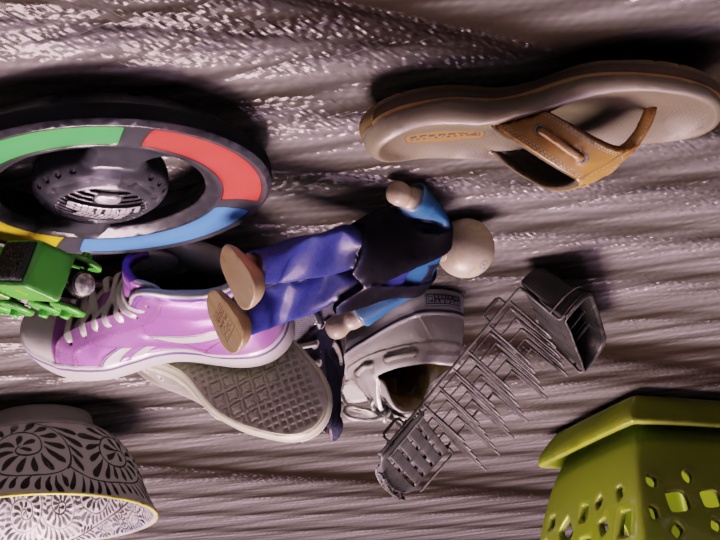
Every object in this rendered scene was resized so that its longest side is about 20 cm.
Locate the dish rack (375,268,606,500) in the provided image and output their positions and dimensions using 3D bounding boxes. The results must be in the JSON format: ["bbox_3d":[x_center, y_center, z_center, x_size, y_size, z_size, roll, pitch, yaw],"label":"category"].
[{"bbox_3d":[0.093,0.094,1.316,0.200,0.055,0.153,-48,158,-5],"label":"dish rack"}]

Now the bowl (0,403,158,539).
[{"bbox_3d":[-0.275,0.172,1.549,0.200,0.095,0.201,-3,160,-1],"label":"bowl"}]

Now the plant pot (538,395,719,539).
[{"bbox_3d":[0.285,0.222,1.671,0.199,0.182,0.199,6,158,-24],"label":"plant pot"}]

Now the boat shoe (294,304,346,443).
[{"bbox_3d":[-0.044,0.062,1.288,0.074,0.093,0.200,-7,159,10],"label":"boat shoe"}]

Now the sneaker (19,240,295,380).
[{"bbox_3d":[-0.153,0.016,1.184,0.199,0.073,0.114,-7,152,20],"label":"sneaker"}]

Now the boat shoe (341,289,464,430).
[{"bbox_3d":[0.026,0.087,1.384,0.074,0.087,0.202,6,157,-26],"label":"boat shoe"}]

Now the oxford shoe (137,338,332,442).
[{"bbox_3d":[-0.096,0.066,1.236,0.199,0.075,0.058,21,163,32],"label":"oxford shoe"}]

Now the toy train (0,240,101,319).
[{"bbox_3d":[-0.224,0.003,1.101,0.056,0.042,0.200,26,165,-33],"label":"toy train"}]

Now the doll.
[{"bbox_3d":[0.000,0.000,1.141,0.199,0.049,0.137,-14,143,-32],"label":"doll"}]

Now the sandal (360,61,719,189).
[{"bbox_3d":[0.100,-0.071,0.985,0.199,0.054,0.080,-6,160,4],"label":"sandal"}]

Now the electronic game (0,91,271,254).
[{"bbox_3d":[-0.150,-0.050,1.036,0.199,0.042,0.200,-3,160,-1],"label":"electronic game"}]
